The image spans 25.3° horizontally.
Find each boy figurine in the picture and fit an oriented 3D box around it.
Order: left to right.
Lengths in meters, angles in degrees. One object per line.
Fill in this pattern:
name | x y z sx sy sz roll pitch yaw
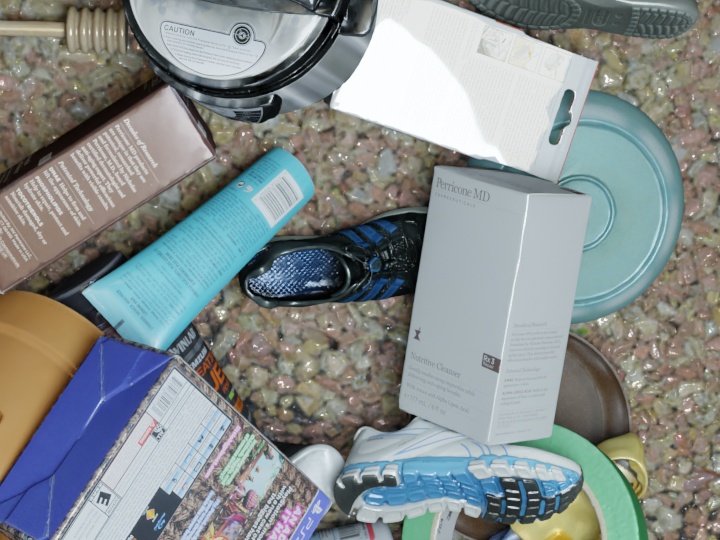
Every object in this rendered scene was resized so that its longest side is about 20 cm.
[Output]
boy figurine | 0.173 0.222 1.359 0.200 0.064 0.124 -43 98 6

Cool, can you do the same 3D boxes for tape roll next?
tape roll | 0.133 0.225 1.305 0.198 0.048 0.203 -6 73 19

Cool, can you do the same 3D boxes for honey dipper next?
honey dipper | -0.281 -0.189 1.253 0.197 0.038 0.039 0 103 -4

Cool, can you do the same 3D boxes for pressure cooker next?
pressure cooker | -0.084 -0.208 1.168 0.175 0.200 0.180 -30 85 8

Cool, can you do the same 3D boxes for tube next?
tube | -0.120 -0.017 1.260 0.077 0.050 0.200 44 66 6

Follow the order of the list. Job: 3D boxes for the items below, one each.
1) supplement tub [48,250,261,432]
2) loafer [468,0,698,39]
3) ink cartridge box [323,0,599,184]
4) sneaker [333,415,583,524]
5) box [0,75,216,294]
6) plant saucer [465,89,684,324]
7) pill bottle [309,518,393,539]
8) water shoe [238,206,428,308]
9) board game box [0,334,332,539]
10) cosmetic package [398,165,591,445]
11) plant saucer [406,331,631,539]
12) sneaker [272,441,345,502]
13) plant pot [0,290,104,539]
supplement tub | -0.169 0.086 1.292 0.106 0.107 0.201 -31 105 1
loafer | 0.173 -0.235 1.288 0.197 0.075 0.071 9 70 -8
ink cartridge box | 0.080 -0.153 1.294 0.198 0.050 0.110 18 96 -10
sneaker | 0.080 0.149 1.285 0.197 0.087 0.076 1 133 9
box | -0.213 -0.072 1.253 0.199 0.100 0.075 -31 105 0
plant saucer | 0.180 -0.050 1.347 0.197 0.027 0.203 -2 104 -6
pill bottle | -0.062 0.282 1.351 0.197 0.109 0.110 -12 104 -4
water shoe | 0.000 0.000 1.308 0.197 0.079 0.072 -12 105 -4
board game box | -0.144 0.173 1.166 0.200 0.096 0.160 48 66 -36
cosmetic package | 0.105 0.025 1.271 0.080 0.112 0.203 -3 104 -41
plant saucer | 0.134 0.139 1.383 0.197 0.032 0.203 -2 104 -8
sneaker | -0.106 0.209 1.325 0.199 0.099 0.071 -34 98 -15
plant pot | -0.271 0.136 1.226 0.198 0.140 0.202 18 128 24
